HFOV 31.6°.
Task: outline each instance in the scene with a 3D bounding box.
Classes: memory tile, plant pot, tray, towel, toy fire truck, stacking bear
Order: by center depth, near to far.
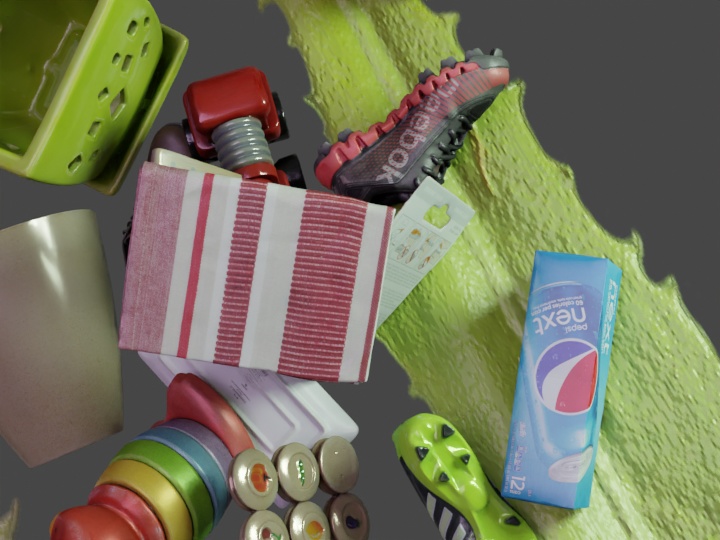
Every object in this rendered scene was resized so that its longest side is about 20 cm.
[{"bbox_3d":[-0.081,0.004,0.980,0.197,0.023,0.146,9,98,-3],"label":"towel"},{"bbox_3d":[-0.039,0.242,1.056,0.017,0.152,0.203,-21,75,38],"label":"memory tile"},{"bbox_3d":[-0.185,0.200,1.077,0.113,0.200,0.122,38,132,10],"label":"stacking bear"},{"bbox_3d":[-0.115,-0.094,1.090,0.127,0.200,0.178,-16,75,-4],"label":"toy fire truck"},{"bbox_3d":[-0.105,0.108,1.144,0.107,0.022,0.200,-45,83,8],"label":"tray"},{"bbox_3d":[-0.299,0.072,1.178,0.186,0.187,0.202,-22,88,16],"label":"plant pot"},{"bbox_3d":[-0.292,-0.193,1.200,0.198,0.181,0.202,27,92,23],"label":"plant pot"}]

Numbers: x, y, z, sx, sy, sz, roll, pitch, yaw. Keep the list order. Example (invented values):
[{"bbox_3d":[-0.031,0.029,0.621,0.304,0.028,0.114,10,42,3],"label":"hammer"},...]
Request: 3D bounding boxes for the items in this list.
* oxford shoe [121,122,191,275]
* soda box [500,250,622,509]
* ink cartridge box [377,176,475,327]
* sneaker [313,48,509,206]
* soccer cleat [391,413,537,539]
[{"bbox_3d":[-0.182,-0.045,1.189,0.072,0.084,0.203,-4,79,22],"label":"oxford shoe"},{"bbox_3d":[0.166,0.090,1.043,0.063,0.068,0.203,6,84,22],"label":"soda box"},{"bbox_3d":[0.000,0.000,1.070,0.047,0.160,0.200,43,97,19],"label":"ink cartridge box"},{"bbox_3d":[0.057,-0.110,1.114,0.199,0.071,0.099,-35,71,15],"label":"sneaker"},{"bbox_3d":[0.093,0.207,1.058,0.067,0.081,0.201,-30,92,-16],"label":"soccer cleat"}]
